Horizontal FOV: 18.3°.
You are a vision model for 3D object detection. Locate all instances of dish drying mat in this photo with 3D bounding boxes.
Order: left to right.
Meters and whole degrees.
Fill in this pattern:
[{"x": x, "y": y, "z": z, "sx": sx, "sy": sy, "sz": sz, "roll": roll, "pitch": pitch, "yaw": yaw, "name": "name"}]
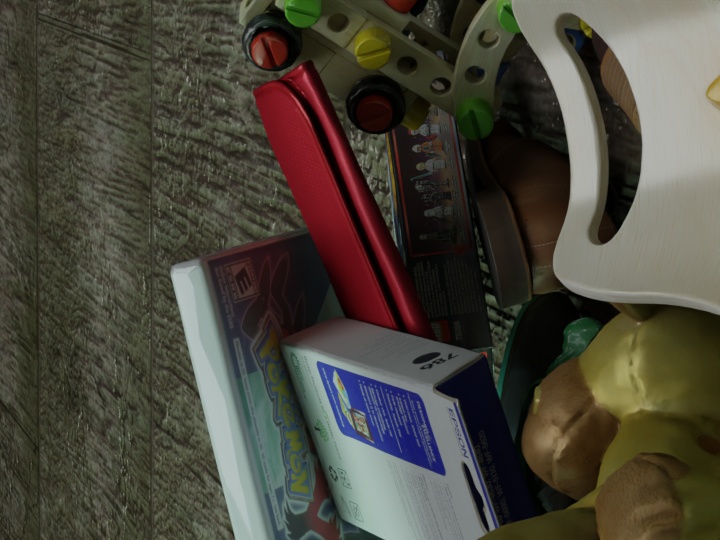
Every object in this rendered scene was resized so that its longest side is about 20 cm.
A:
[{"x": 0.000, "y": 0.000, "z": 1.064, "sx": 0.201, "sy": 0.018, "sz": 0.077, "roll": 66, "pitch": 159, "yaw": -3, "name": "dish drying mat"}]

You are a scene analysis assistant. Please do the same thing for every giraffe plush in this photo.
[{"x": 0.121, "y": 0.080, "z": 0.881, "sx": 0.173, "sy": 0.199, "sz": 0.163, "roll": 71, "pitch": -174, "yaw": -53, "name": "giraffe plush"}]

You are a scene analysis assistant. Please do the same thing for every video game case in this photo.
[{"x": -0.019, "y": 0.080, "z": 1.121, "sx": 0.023, "sy": 0.182, "sz": 0.201, "roll": -13, "pitch": 92, "yaw": 27, "name": "video game case"}]

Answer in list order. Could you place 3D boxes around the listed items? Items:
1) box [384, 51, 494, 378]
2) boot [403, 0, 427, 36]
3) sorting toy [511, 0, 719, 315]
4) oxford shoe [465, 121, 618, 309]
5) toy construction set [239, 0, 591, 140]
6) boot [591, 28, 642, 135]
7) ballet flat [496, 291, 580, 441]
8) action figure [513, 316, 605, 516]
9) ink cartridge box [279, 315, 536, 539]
[{"x": 0.041, "y": 0.002, "z": 1.182, "sx": 0.137, "sy": 0.040, "sz": 0.201, "roll": 83, "pitch": 180, "yaw": -53, "name": "box"}, {"x": 0.029, "y": -0.196, "z": 1.218, "sx": 0.199, "sy": 0.073, "sz": 0.162, "roll": -59, "pitch": -4, "yaw": -1, "name": "boot"}, {"x": 0.131, "y": -0.068, "z": 0.815, "sx": 0.180, "sy": 0.107, "sz": 0.201, "roll": -13, "pitch": 83, "yaw": 44, "name": "sorting toy"}, {"x": 0.090, "y": -0.033, "z": 1.112, "sx": 0.200, "sy": 0.071, "sz": 0.072, "roll": -101, "pitch": -3, "yaw": -70, "name": "oxford shoe"}, {"x": 0.016, "y": -0.141, "z": 1.086, "sx": 0.131, "sy": 0.200, "sz": 0.092, "roll": -49, "pitch": 7, "yaw": 28, "name": "toy construction set"}, {"x": 0.143, "y": -0.162, "z": 0.928, "sx": 0.200, "sy": 0.072, "sz": 0.167, "roll": 116, "pitch": 150, "yaw": -44, "name": "boot"}, {"x": 0.098, "y": 0.113, "z": 1.102, "sx": 0.073, "sy": 0.073, "sz": 0.201, "roll": -157, "pitch": 78, "yaw": -68, "name": "ballet flat"}, {"x": 0.104, "y": 0.122, "z": 1.029, "sx": 0.055, "sy": 0.118, "sz": 0.201, "roll": -4, "pitch": 86, "yaw": 48, "name": "action figure"}, {"x": 0.029, "y": 0.081, "z": 1.004, "sx": 0.200, "sy": 0.039, "sz": 0.100, "roll": 16, "pitch": 126, "yaw": 66, "name": "ink cartridge box"}]
